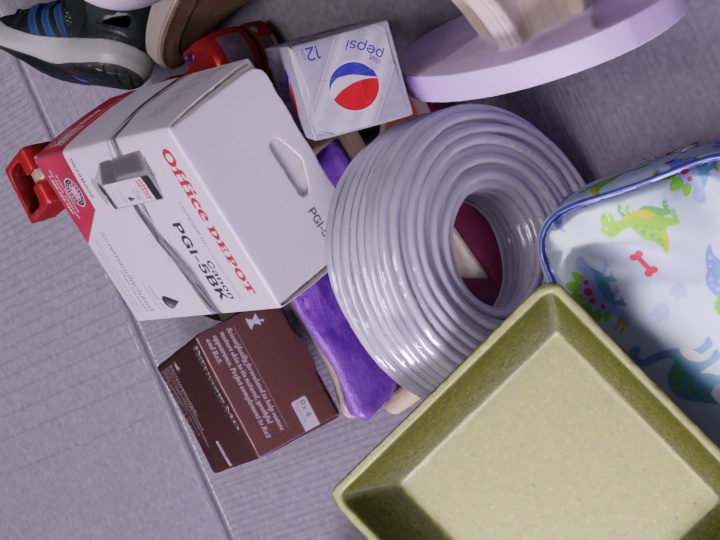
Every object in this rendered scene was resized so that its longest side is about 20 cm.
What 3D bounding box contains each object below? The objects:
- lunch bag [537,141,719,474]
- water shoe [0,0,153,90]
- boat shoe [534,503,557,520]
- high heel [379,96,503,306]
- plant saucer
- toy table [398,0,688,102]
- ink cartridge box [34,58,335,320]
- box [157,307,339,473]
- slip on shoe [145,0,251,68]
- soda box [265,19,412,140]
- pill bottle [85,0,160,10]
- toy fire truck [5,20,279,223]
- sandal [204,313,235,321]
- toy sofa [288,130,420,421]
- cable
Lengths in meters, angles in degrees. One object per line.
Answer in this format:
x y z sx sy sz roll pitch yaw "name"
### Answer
0.206 0.027 1.309 0.160 0.082 0.201 -21 95 21 "lunch bag"
-0.215 -0.190 1.639 0.200 0.071 0.079 16 81 47 "water shoe"
0.107 0.108 1.406 0.065 0.073 0.200 -55 30 6 "boat shoe"
0.075 -0.041 1.459 0.067 0.096 0.201 -37 61 40 "high heel"
0.120 0.139 1.290 0.200 0.048 0.200 46 106 3 "plant saucer"
0.092 -0.187 1.296 0.199 0.184 0.117 -14 114 26 "toy table"
-0.114 -0.049 1.418 0.200 0.083 0.147 -7 119 56 "ink cartridge box"
-0.087 0.089 1.562 0.100 0.075 0.200 62 163 2 "box"
-0.093 -0.216 1.512 0.061 0.076 0.200 38 123 8 "slip on shoe"
-0.017 -0.128 1.395 0.200 0.068 0.064 -143 37 -81 "soda box"
-0.176 -0.242 1.460 0.200 0.110 0.111 -142 43 -66 "pill bottle"
-0.160 -0.111 1.557 0.200 0.141 0.049 -36 78 44 "toy fire truck"
-0.108 -0.044 1.589 0.080 0.057 0.201 17 139 13 "sandal"
0.000 0.000 1.485 0.200 0.097 0.083 60 147 6 "toy sofa"
0.073 -0.007 1.355 0.069 0.200 0.201 -18 96 51 "cable"
